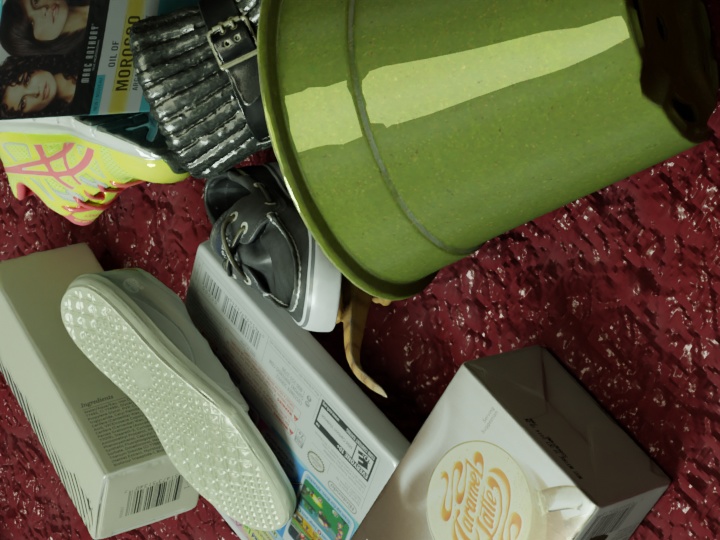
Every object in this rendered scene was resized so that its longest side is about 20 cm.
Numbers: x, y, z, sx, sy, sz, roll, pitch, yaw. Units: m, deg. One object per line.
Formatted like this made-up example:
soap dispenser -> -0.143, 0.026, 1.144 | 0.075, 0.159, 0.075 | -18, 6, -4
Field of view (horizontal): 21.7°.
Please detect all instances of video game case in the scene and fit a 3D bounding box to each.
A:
video game case -> -0.054, 0.107, 1.184 | 0.200, 0.024, 0.183 | 46, 139, 26

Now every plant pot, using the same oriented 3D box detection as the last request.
plant pot -> 0.079, -0.101, 0.978 | 0.189, 0.200, 0.202 | -13, 88, 29

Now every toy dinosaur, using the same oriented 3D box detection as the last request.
toy dinosaur -> 0.000, 0.000, 1.080 | 0.106, 0.060, 0.202 | 93, -175, -62

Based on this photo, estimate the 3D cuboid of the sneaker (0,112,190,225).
sneaker -> -0.176, -0.073, 1.269 | 0.199, 0.078, 0.091 | 14, 114, 45

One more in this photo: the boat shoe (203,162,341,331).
boat shoe -> -0.057, -0.019, 1.103 | 0.200, 0.066, 0.071 | -117, 31, -63

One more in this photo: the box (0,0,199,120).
box -> -0.162, -0.142, 1.154 | 0.049, 0.199, 0.083 | 27, 113, 35

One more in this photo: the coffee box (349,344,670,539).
coffee box -> 0.070, 0.157, 1.075 | 0.114, 0.079, 0.201 | 48, 124, 26

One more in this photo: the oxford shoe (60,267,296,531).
oxford shoe -> -0.104, 0.075, 1.167 | 0.200, 0.058, 0.075 | 50, 130, -1

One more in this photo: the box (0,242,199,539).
box -> -0.181, 0.077, 1.255 | 0.200, 0.082, 0.069 | 55, 145, 35

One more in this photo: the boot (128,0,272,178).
boot -> -0.068, -0.173, 1.118 | 0.157, 0.079, 0.213 | -16, 86, 22
